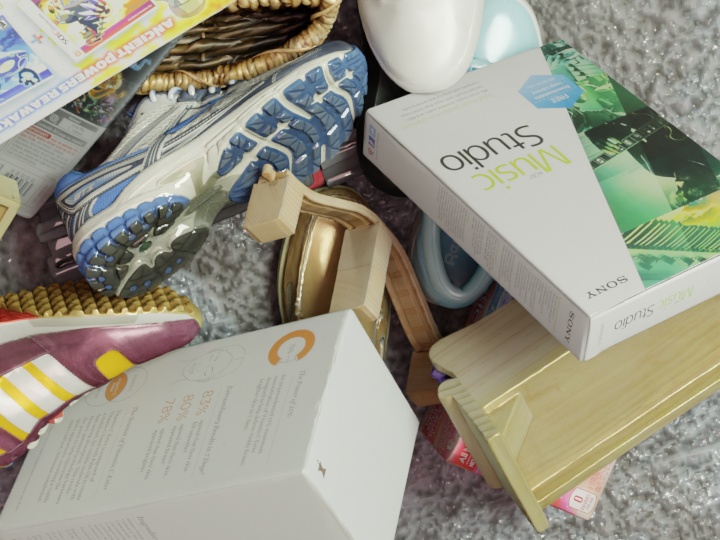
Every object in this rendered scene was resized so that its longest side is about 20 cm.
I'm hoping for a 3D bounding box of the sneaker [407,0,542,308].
[{"bbox_3d":[0.079,-0.071,0.998,0.074,0.082,0.200,7,96,-11],"label":"sneaker"}]

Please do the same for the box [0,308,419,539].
[{"bbox_3d":[-0.083,0.115,0.923,0.200,0.125,0.098,-14,126,25],"label":"box"}]

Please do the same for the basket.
[{"bbox_3d":[-0.110,-0.170,0.922,0.200,0.149,0.143,-3,98,-9],"label":"basket"}]

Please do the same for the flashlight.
[{"bbox_3d":[-0.096,-0.056,0.986,0.200,0.068,0.068,-20,92,0],"label":"flashlight"}]

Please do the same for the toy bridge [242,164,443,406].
[{"bbox_3d":[0.000,0.000,0.957,0.027,0.067,0.200,-13,138,31],"label":"toy bridge"}]

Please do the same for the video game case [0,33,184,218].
[{"bbox_3d":[-0.212,-0.129,0.874,0.200,0.023,0.182,26,122,-34],"label":"video game case"}]

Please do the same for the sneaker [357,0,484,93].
[{"bbox_3d":[0.021,-0.199,0.899,0.075,0.088,0.200,-4,89,16],"label":"sneaker"}]

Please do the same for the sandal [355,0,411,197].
[{"bbox_3d":[0.036,-0.144,0.972,0.075,0.048,0.201,7,76,-39],"label":"sandal"}]

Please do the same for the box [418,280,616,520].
[{"bbox_3d":[0.126,0.036,1.013,0.102,0.095,0.200,24,93,-11],"label":"box"}]

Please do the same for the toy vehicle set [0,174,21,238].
[{"bbox_3d":[-0.295,0.012,0.927,0.124,0.027,0.200,23,114,-32],"label":"toy vehicle set"}]

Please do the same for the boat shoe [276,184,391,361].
[{"bbox_3d":[-0.011,0.048,1.002,0.072,0.076,0.200,-4,98,-8],"label":"boat shoe"}]

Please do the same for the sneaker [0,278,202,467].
[{"bbox_3d":[-0.186,0.062,0.931,0.200,0.075,0.090,-8,106,-12],"label":"sneaker"}]

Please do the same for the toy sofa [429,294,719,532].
[{"bbox_3d":[0.145,0.047,0.936,0.200,0.098,0.083,-33,124,-5],"label":"toy sofa"}]

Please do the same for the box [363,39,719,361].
[{"bbox_3d":[0.115,-0.046,0.893,0.144,0.200,0.036,-23,139,-26],"label":"box"}]

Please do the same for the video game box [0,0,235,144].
[{"bbox_3d":[-0.188,-0.156,0.806,0.200,0.047,0.182,-29,132,12],"label":"video game box"}]

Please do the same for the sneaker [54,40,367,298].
[{"bbox_3d":[-0.089,-0.077,0.920,0.200,0.077,0.085,-35,59,-8],"label":"sneaker"}]
